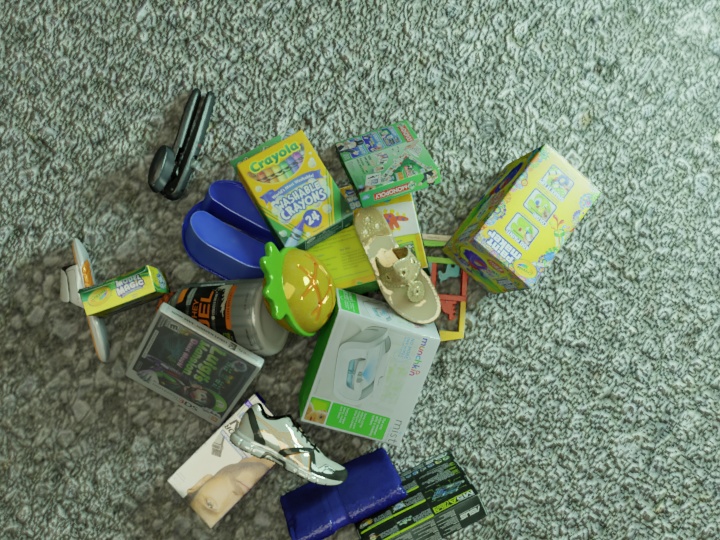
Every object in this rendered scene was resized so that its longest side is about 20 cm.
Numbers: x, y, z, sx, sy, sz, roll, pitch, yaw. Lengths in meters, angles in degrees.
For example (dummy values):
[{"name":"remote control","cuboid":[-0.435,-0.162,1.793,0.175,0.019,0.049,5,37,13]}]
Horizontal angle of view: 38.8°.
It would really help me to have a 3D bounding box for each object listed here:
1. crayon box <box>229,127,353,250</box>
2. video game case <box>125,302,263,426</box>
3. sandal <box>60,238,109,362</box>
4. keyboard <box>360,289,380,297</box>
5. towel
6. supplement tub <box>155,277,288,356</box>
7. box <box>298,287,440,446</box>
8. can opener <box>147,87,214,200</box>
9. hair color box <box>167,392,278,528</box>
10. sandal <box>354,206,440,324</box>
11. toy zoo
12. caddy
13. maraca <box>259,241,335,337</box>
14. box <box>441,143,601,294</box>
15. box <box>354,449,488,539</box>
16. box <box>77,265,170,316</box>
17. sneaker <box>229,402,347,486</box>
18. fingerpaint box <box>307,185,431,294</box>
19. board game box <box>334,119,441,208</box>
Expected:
[{"name":"crayon box","cuboid":[-0.113,-0.134,1.642,0.124,0.052,0.202,-29,73,-11]},{"name":"video game case","cuboid":[-0.267,0.154,1.624,0.180,0.201,0.024,30,45,-8]},{"name":"sandal","cuboid":[-0.462,0.052,1.678,0.058,0.079,0.211,-13,88,-6]},{"name":"keyboard","cuboid":[0.000,0.000,1.728,0.102,0.040,0.204,10,80,11]},{"name":"towel","cuboid":[-0.028,0.371,1.646,0.197,0.148,0.050,-26,111,-4]},{"name":"supplement tub","cuboid":[-0.222,0.078,1.639,0.197,0.122,0.125,-5,85,25]},{"name":"box","cuboid":[0.011,0.155,1.638,0.174,0.097,0.203,17,108,-11]},{"name":"can opener","cuboid":[-0.291,-0.212,1.715,0.062,0.079,0.203,21,76,7]},{"name":"hair color box","cuboid":[-0.208,0.310,1.678,0.200,0.065,0.109,-45,90,-3]},{"name":"sandal","cuboid":[0.050,-0.011,1.590,0.077,0.070,0.214,-32,76,1]},{"name":"toy zoo","cuboid":[0.115,0.041,1.731,0.128,0.020,0.204,4,86,-2]},{"name":"caddy","cuboid":[-0.199,-0.054,1.687,0.198,0.105,0.143,28,63,0]},{"name":"maraca","cuboid":[-0.101,0.028,1.542,0.105,0.200,0.140,-16,73,19]},{"name":"box","cuboid":[0.254,-0.076,1.644,0.122,0.200,0.194,39,80,-5]},{"name":"box","cuboid":[0.085,0.376,1.618,0.197,0.193,0.048,-26,106,-4]},{"name":"box","cuboid":[-0.372,0.033,1.622,0.115,0.200,0.049,-20,86,-3]},{"name":"sneaker","cuboid":[-0.105,0.277,1.620,0.197,0.074,0.081,26,84,-4]},{"name":"fingerpaint box","cuboid":[0.002,-0.053,1.681,0.196,0.073,0.170,-15,76,6]},{"name":"board game box","cuboid":[0.041,-0.177,1.666,0.132,0.201,0.030,-17,122,-3]}]
